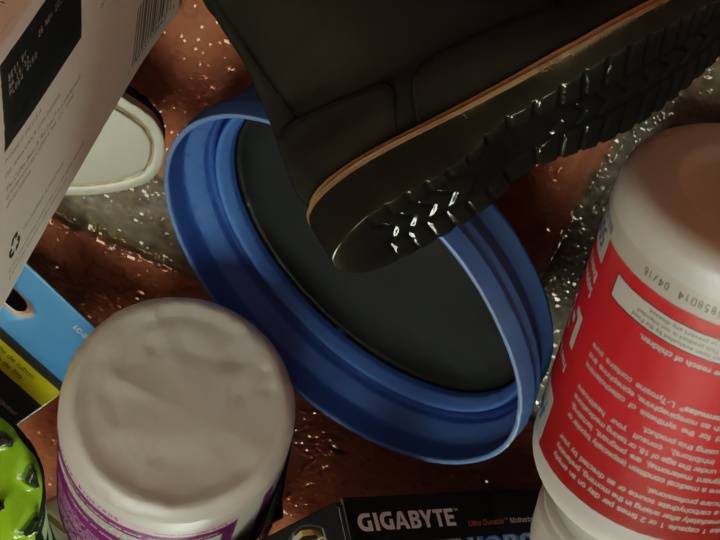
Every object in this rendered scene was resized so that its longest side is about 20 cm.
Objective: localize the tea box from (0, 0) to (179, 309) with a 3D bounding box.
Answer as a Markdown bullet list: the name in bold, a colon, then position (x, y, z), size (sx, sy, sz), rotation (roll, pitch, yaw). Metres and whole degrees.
- **tea box**: position (-0.193, -0.117, 0.775), size (0.196, 0.200, 0.134), rotation (18, 137, 7)

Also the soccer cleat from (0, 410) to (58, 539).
- **soccer cleat**: position (-0.194, 0.134, 1.033), size (0.081, 0.067, 0.201), rotation (34, 152, 39)

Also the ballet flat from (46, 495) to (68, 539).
- **ballet flat**: position (-0.197, 0.160, 1.147), size (0.199, 0.067, 0.071), rotation (6, 122, 16)

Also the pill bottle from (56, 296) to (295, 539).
- **pill bottle**: position (-0.096, 0.098, 0.986), size (0.112, 0.113, 0.200), rotation (22, 155, 1)

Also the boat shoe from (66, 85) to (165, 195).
- **boat shoe**: position (-0.182, -0.085, 0.899), size (0.199, 0.062, 0.075), rotation (9, 121, 3)

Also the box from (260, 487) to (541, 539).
- **box**: position (0.008, 0.162, 0.994), size (0.198, 0.050, 0.200), rotation (2, 155, -41)

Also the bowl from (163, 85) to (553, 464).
- **bowl**: position (0.000, 0.000, 0.880), size (0.200, 0.039, 0.201), rotation (31, 149, 21)

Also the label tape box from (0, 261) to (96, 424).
- **label tape box**: position (-0.232, 0.025, 1.022), size (0.200, 0.063, 0.144), rotation (-33, 114, 27)

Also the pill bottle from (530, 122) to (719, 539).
- **pill bottle**: position (0.137, 0.049, 0.833), size (0.112, 0.112, 0.201), rotation (18, 126, 5)

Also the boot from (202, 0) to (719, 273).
- **boot**: position (0.044, -0.108, 0.770), size (0.199, 0.139, 0.078), rotation (-28, 158, -7)

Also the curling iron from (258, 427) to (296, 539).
- **curling iron**: position (-0.051, 0.142, 1.089), size (0.050, 0.025, 0.201), rotation (46, 142, 32)
